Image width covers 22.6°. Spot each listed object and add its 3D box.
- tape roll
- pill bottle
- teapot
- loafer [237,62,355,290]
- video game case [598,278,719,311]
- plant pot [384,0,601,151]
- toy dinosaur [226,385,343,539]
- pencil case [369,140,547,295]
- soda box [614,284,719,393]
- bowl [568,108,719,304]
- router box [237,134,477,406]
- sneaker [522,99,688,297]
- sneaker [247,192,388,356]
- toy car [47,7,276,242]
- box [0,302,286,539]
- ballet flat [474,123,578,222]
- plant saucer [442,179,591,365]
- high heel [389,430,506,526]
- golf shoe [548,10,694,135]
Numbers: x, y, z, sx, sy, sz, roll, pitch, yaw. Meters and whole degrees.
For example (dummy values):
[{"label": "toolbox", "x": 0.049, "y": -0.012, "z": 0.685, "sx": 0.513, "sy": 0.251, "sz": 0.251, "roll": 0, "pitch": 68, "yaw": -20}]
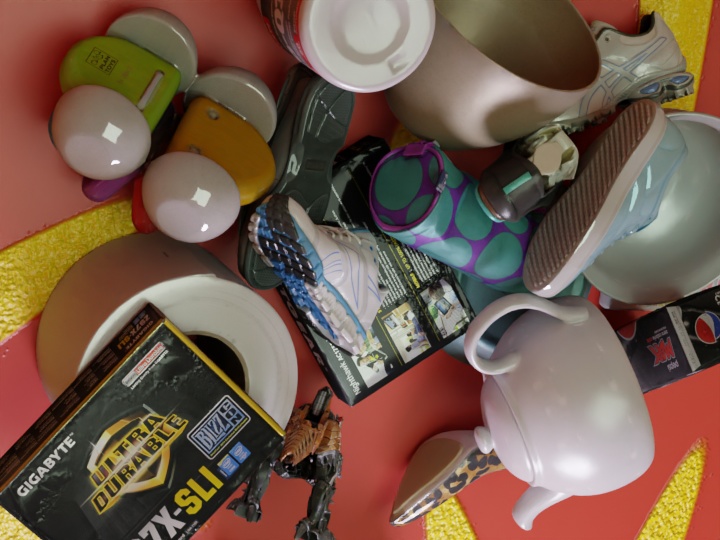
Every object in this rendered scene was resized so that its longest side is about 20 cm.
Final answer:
[{"label": "tape roll", "x": -0.170, "y": 0.082, "z": 1.566, "sx": 0.201, "sy": 0.139, "sz": 0.205, "roll": -8, "pitch": 110, "yaw": -22}, {"label": "pill bottle", "x": -0.021, "y": -0.222, "z": 1.497, "sx": 0.113, "sy": 0.200, "sz": 0.115, "roll": -5, "pitch": 108, "yaw": -16}, {"label": "teapot", "x": 0.172, "y": 0.126, "z": 1.665, "sx": 0.145, "sy": 0.197, "sz": 0.202, "roll": -21, "pitch": 82, "yaw": -7}, {"label": "loafer", "x": -0.063, "y": -0.084, "z": 1.569, "sx": 0.071, "sy": 0.063, "sz": 0.202, "roll": 12, "pitch": 104, "yaw": -44}, {"label": "video game case", "x": 0.345, "y": -0.047, "z": 1.823, "sx": 0.198, "sy": 0.023, "sz": 0.184, "roll": 2, "pitch": 105, "yaw": -25}, {"label": "plant pot", "x": 0.095, "y": -0.184, "z": 1.590, "sx": 0.199, "sy": 0.201, "sz": 0.135, "roll": 18, "pitch": 130, "yaw": -28}, {"label": "toy dinosaur", "x": -0.058, "y": 0.167, "z": 1.619, "sx": 0.200, "sy": 0.101, "sz": 0.137, "roll": 27, "pitch": 82, "yaw": -63}, {"label": "pencil case", "x": 0.101, "y": -0.044, "z": 1.615, "sx": 0.199, "sy": 0.085, "sz": 0.093, "roll": 27, "pitch": 83, "yaw": -43}, {"label": "soda box", "x": 0.293, "y": 0.074, "z": 1.735, "sx": 0.063, "sy": 0.200, "sz": 0.071, "roll": -20, "pitch": 83, "yaw": -18}, {"label": "bowl", "x": 0.276, "y": -0.075, "z": 1.712, "sx": 0.199, "sy": 0.091, "sz": 0.203, "roll": -8, "pitch": 119, "yaw": -14}, {"label": "router box", "x": 0.000, "y": 0.000, "z": 1.648, "sx": 0.148, "sy": 0.051, "sz": 0.201, "roll": -31, "pitch": 105, "yaw": -12}, {"label": "sneaker", "x": 0.227, "y": -0.049, "z": 1.599, "sx": 0.082, "sy": 0.074, "sz": 0.201, "roll": 37, "pitch": 90, "yaw": -28}, {"label": "sneaker", "x": -0.029, "y": -0.015, "z": 1.549, "sx": 0.087, "sy": 0.075, "sz": 0.200, "roll": -51, "pitch": 144, "yaw": -17}, {"label": "toy car", "x": -0.176, "y": -0.105, "z": 1.506, "sx": 0.199, "sy": 0.176, "sz": 0.150, "roll": 35, "pitch": 133, "yaw": -13}, {"label": "box", "x": -0.183, "y": 0.153, "z": 1.477, "sx": 0.200, "sy": 0.049, "sz": 0.160, "roll": -46, "pitch": 120, "yaw": -4}, {"label": "ballet flat", "x": 0.156, "y": -0.089, "z": 1.586, "sx": 0.068, "sy": 0.200, "sz": 0.068, "roll": -36, "pitch": 95, "yaw": 22}, {"label": "plant saucer", "x": 0.150, "y": 0.005, "z": 1.744, "sx": 0.198, "sy": 0.036, "sz": 0.202, "roll": -7, "pitch": 109, "yaw": -21}, {"label": "high heel", "x": 0.128, "y": 0.206, "z": 1.781, "sx": 0.200, "sy": 0.071, "sz": 0.143, "roll": -47, "pitch": 122, "yaw": -6}, {"label": "golf shoe", "x": 0.217, "y": -0.184, "z": 1.707, "sx": 0.199, "sy": 0.078, "sz": 0.098, "roll": -20, "pitch": 95, "yaw": -22}]
